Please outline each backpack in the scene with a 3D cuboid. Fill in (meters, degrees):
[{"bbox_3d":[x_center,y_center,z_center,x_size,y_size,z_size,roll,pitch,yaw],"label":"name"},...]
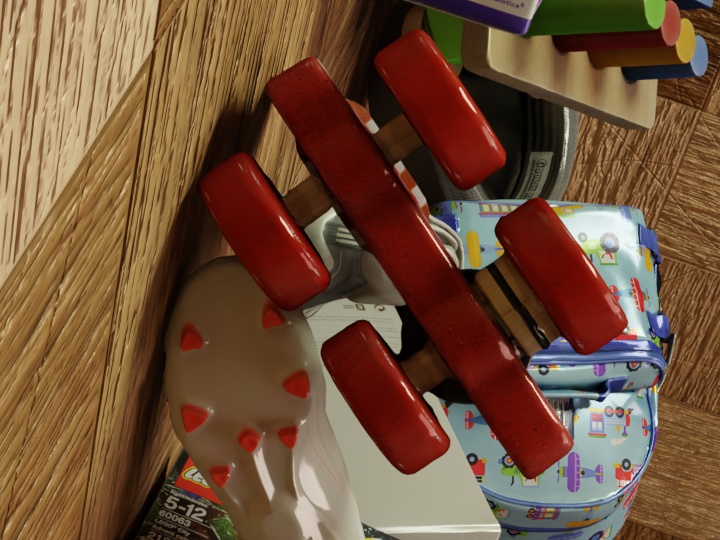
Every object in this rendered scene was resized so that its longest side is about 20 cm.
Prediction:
[{"bbox_3d":[0.098,0.071,1.223,0.135,0.182,0.200,126,-34,-64],"label":"backpack"}]

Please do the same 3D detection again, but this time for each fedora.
[{"bbox_3d":[0.065,-0.115,1.301,0.177,0.090,0.200,-21,107,-53],"label":"fedora"}]

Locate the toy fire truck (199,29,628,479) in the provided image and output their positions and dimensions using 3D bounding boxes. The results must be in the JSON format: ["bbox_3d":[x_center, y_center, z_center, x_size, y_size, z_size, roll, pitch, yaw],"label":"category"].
[{"bbox_3d":[0.025,-0.006,0.866,0.112,0.200,0.168,-35,180,4],"label":"toy fire truck"}]

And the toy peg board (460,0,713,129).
[{"bbox_3d":[0.155,-0.194,1.141,0.199,0.098,0.200,12,81,-55],"label":"toy peg board"}]

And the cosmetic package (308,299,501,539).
[{"bbox_3d":[-0.001,0.114,1.131,0.200,0.085,0.108,-115,-146,-51],"label":"cosmetic package"}]

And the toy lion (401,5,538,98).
[{"bbox_3d":[0.098,-0.206,1.223,0.200,0.069,0.192,-1,84,-54],"label":"toy lion"}]

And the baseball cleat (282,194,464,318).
[{"bbox_3d":[0.000,0.000,1.080,0.200,0.106,0.070,47,58,-87],"label":"baseball cleat"}]

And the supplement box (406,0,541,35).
[{"bbox_3d":[0.069,-0.231,0.983,0.101,0.103,0.200,-59,165,-65],"label":"supplement box"}]

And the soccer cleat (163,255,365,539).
[{"bbox_3d":[-0.040,0.078,0.903,0.078,0.069,0.200,-101,174,-66],"label":"soccer cleat"}]

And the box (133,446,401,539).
[{"bbox_3d":[-0.020,0.175,0.964,0.137,0.200,0.038,-66,179,-54],"label":"box"}]
